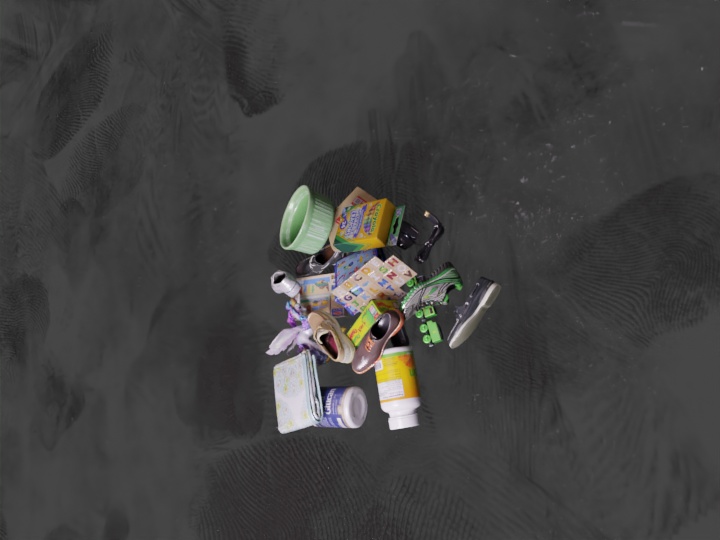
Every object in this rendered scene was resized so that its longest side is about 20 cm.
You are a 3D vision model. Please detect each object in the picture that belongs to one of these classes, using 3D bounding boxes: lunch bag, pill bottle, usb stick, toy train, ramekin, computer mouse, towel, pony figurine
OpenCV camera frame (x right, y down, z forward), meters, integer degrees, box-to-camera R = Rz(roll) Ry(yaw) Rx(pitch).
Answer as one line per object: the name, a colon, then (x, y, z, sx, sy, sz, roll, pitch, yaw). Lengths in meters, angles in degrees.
lunch bag: (0.000, 0.000, 1.525, 0.149, 0.094, 0.202, -30, 43, 18)
pill bottle: (-0.089, 0.388, 1.519, 0.197, 0.111, 0.113, -8, 77, 31)
usb stick: (0.086, 0.124, 1.501, 0.055, 0.032, 0.203, -31, 66, 31)
toy train: (0.176, 0.104, 1.444, 0.056, 0.042, 0.203, -21, 71, 17)
ramekin: (-0.161, -0.149, 1.626, 0.200, 0.097, 0.203, -39, 42, 46)
pill bottle: (0.102, 0.311, 1.412, 0.110, 0.111, 0.203, -17, 73, 29)
computer mouse: (0.133, -0.123, 1.480, 0.199, 0.046, 0.141, 36, 82, 29)
towel: (-0.179, 0.342, 1.501, 0.170, 0.048, 0.203, -30, 61, 43)
pony figurine: (-0.168, 0.193, 1.596, 0.198, 0.166, 0.195, 31, 94, 15)

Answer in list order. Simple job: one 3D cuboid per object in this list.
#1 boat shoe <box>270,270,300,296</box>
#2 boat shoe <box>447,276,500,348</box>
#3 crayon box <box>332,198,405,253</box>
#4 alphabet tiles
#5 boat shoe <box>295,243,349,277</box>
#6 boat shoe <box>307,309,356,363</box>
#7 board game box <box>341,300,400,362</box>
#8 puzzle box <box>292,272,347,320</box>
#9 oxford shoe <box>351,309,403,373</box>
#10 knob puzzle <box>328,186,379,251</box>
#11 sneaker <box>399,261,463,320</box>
boat shoe: (-0.244, 0.028, 1.659, 0.074, 0.067, 0.199, -52, 24, -15)
boat shoe: (0.274, 0.103, 1.361, 0.066, 0.074, 0.201, 38, 102, 33)
crayon box: (0.021, -0.126, 1.484, 0.198, 0.051, 0.128, -6, 60, 41)
alphabet tiles: (0.048, 0.041, 1.427, 0.199, 0.166, 0.008, -38, 37, 24)
boat shoe: (-0.131, -0.033, 1.647, 0.198, 0.067, 0.073, -22, 72, 29)
boat shoe: (-0.091, 0.176, 1.461, 0.200, 0.066, 0.075, 40, 114, 37)
board game box: (0.024, 0.168, 1.465, 0.201, 0.101, 0.048, -55, 53, 28)
puzzle box: (-0.128, 0.083, 1.648, 0.197, 0.025, 0.136, -9, 78, 31)
oxford shoe: (0.030, 0.181, 1.368, 0.071, 0.072, 0.202, 38, 104, 26)
knob puzzle: (-0.013, -0.132, 1.587, 0.216, 0.031, 0.223, -10, 61, 17)
sneaker: (0.183, 0.065, 1.394, 0.199, 0.078, 0.086, -38, 70, -5)
